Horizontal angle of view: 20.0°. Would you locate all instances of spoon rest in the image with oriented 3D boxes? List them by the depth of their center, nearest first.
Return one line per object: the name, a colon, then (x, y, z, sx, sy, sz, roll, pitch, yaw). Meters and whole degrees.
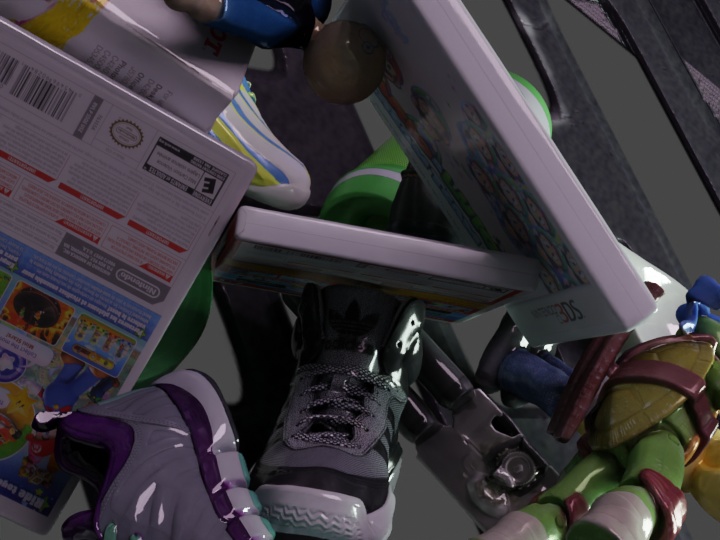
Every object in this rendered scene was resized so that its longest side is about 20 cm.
spoon rest: (0.162, 0.019, 1.295, 0.200, 0.061, 0.100, 29, 39, -17)

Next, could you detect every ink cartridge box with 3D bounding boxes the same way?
ink cartridge box: (-0.161, -0.134, 0.997, 0.200, 0.146, 0.147, 33, 38, -14)

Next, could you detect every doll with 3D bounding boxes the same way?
doll: (-0.065, -0.151, 0.939, 0.200, 0.048, 0.137, 46, 26, -12)

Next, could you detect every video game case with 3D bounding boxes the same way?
video game case: (-0.156, 0.004, 0.925, 0.143, 0.200, 0.018, 29, 4, -18)
video game case: (0.056, -0.054, 0.975, 0.024, 0.182, 0.200, -33, 91, -9)
video game case: (0.000, 0.000, 1.024, 0.142, 0.200, 0.018, 10, 83, -7)

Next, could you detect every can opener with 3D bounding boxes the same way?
can opener: (0.038, 0.071, 1.153, 0.200, 0.053, 0.067, 48, 3, 8)

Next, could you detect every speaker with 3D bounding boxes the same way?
speaker: (0.048, -0.054, 1.236, 0.088, 0.088, 0.200, 44, 37, 1)

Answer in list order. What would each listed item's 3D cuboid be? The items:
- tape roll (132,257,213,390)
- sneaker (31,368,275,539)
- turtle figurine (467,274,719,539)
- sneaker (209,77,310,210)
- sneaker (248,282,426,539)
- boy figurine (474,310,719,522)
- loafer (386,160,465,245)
tape roll: (-0.172, -0.013, 1.030, 0.200, 0.048, 0.201, 24, 41, -23)
sneaker: (-0.078, 0.134, 0.880, 0.087, 0.075, 0.200, -11, 49, -22)
turtle figurine: (0.150, 0.121, 0.977, 0.144, 0.201, 0.194, 21, 36, 29)
sneaker: (-0.093, -0.123, 1.150, 0.200, 0.105, 0.076, 35, 0, -9)
sneaker: (-0.012, 0.065, 0.991, 0.075, 0.114, 0.200, 9, 4, 4)
boy figurine: (0.159, 0.085, 1.140, 0.200, 0.065, 0.124, 24, -4, 34)
loafer: (0.091, -0.020, 1.147, 0.200, 0.073, 0.073, 14, 82, -52)
